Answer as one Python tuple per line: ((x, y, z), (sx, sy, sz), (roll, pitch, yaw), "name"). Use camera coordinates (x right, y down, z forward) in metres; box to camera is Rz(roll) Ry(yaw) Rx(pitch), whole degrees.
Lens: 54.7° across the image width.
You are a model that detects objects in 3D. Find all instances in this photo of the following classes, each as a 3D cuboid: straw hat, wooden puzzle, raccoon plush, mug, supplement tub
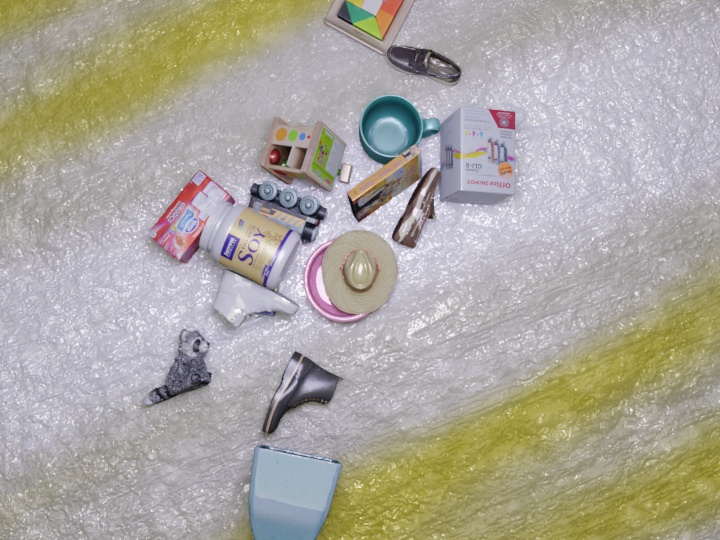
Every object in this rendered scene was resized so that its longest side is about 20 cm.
((0.000, 0.000, 1.625), (0.198, 0.085, 0.205), (0, 85, -2), "straw hat")
((0.028, -0.671, 1.760), (0.183, 0.037, 0.202), (28, 84, 1), "wooden puzzle")
((-0.441, 0.223, 1.642), (0.197, 0.097, 0.136), (-20, 78, -3), "raccoon plush")
((0.085, -0.329, 1.693), (0.183, 0.114, 0.154), (28, 84, 0), "mug")
((-0.253, -0.061, 1.596), (0.198, 0.145, 0.147), (26, 85, 0), "supplement tub")

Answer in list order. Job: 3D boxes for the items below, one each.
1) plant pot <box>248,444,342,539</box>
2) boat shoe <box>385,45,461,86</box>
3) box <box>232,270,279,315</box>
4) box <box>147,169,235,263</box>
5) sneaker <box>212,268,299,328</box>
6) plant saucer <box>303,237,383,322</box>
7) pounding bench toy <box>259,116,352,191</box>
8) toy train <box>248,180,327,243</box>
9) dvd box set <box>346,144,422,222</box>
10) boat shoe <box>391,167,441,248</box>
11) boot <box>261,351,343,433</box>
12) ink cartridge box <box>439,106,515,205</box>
((-0.157, 0.512, 1.558), (0.193, 0.196, 0.203), (12, 78, -1), "plant pot")
((0.161, -0.523, 1.735), (0.197, 0.065, 0.074), (15, 82, -4), "boat shoe")
((-0.250, 0.002, 1.687), (0.115, 0.048, 0.203), (7, 83, -2), "box")
((-0.402, -0.126, 1.667), (0.099, 0.095, 0.201), (37, 85, 2), "box")
((-0.248, 0.088, 1.627), (0.198, 0.074, 0.117), (23, 88, 8), "sneaker")
((-0.040, 0.023, 1.690), (0.197, 0.051, 0.204), (0, 86, -2), "plant saucer")
((-0.126, -0.267, 1.683), (0.154, 0.200, 0.126), (13, 81, 31), "pounding bench toy")
((-0.182, -0.142, 1.687), (0.197, 0.085, 0.116), (19, 95, 0), "toy train")
((0.061, -0.205, 1.665), (0.199, 0.147, 0.030), (-36, 74, -6), "dvd box set")
((0.153, -0.150, 1.707), (0.074, 0.075, 0.204), (28, 92, -10), "boat shoe")
((-0.139, 0.313, 1.652), (0.137, 0.077, 0.202), (26, 86, -4), "boot")
((0.279, -0.269, 1.670), (0.143, 0.145, 0.203), (2, 85, -14), "ink cartridge box")
